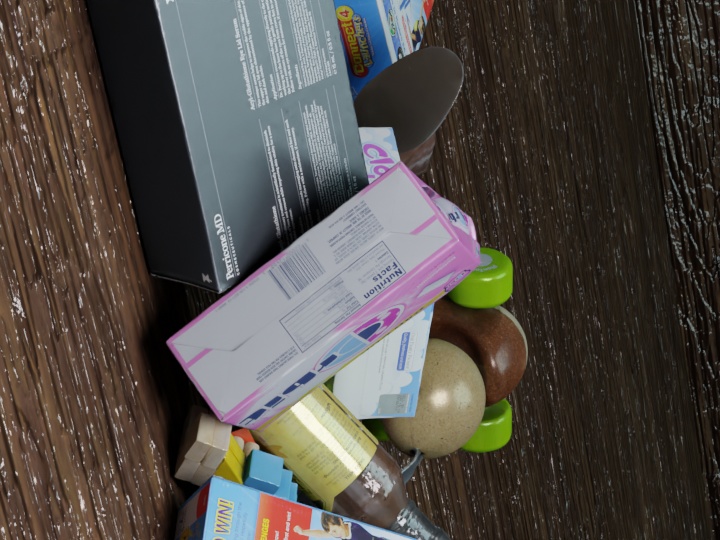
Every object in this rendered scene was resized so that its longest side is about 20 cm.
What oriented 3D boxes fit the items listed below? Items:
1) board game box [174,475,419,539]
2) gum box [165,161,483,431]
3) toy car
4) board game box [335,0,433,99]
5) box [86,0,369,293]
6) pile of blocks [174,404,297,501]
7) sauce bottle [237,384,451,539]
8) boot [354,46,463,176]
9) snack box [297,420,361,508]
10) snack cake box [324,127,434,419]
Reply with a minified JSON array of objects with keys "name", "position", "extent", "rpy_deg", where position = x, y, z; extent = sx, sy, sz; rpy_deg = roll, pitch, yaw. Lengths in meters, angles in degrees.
[{"name":"board game box","position":[-0.030,0.255,1.431],"extent":[0.056,0.195,0.201],"rpy_deg":[-45,-148,51]},{"name":"gum box","position":[-0.017,0.017,1.448],"extent":[0.066,0.200,0.113],"rpy_deg":[54,4,12]},{"name":"toy car","position":[0.037,0.093,1.759],"extent":[0.200,0.157,0.165],"rpy_deg":[-58,150,-58]},{"name":"board game box","position":[0.005,-0.276,1.888],"extent":[0.196,0.056,0.201],"rpy_deg":[-73,153,-52]},{"name":"box","position":[-0.081,-0.107,1.431],"extent":[0.141,0.079,0.201],"rpy_deg":[-28,117,-39]},{"name":"pile of blocks","position":[-0.064,0.149,1.516],"extent":[0.200,0.082,0.062],"rpy_deg":[68,21,-46]},{"name":"sauce bottle","position":[-0.016,0.134,1.561],"extent":[0.200,0.065,0.065],"rpy_deg":[47,28,-12]},{"name":"boot","position":[0.039,-0.114,1.835],"extent":[0.064,0.186,0.200],"rpy_deg":[47,19,8]},{"name":"snack box","position":[-0.034,0.186,1.658],"extent":[0.142,0.053,0.201],"rpy_deg":[8,77,-72]},{"name":"snack cake box","position":[0.000,0.000,1.649],"extent":[0.200,0.067,0.115],"rpy_deg":[-102,-166,-47]}]
